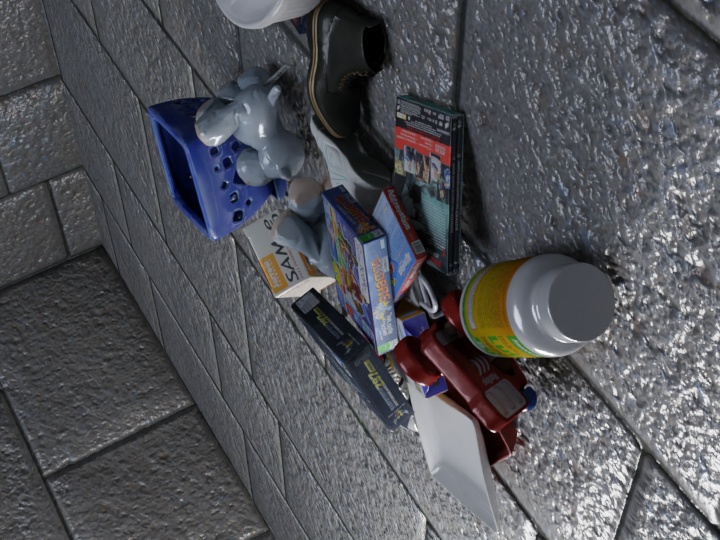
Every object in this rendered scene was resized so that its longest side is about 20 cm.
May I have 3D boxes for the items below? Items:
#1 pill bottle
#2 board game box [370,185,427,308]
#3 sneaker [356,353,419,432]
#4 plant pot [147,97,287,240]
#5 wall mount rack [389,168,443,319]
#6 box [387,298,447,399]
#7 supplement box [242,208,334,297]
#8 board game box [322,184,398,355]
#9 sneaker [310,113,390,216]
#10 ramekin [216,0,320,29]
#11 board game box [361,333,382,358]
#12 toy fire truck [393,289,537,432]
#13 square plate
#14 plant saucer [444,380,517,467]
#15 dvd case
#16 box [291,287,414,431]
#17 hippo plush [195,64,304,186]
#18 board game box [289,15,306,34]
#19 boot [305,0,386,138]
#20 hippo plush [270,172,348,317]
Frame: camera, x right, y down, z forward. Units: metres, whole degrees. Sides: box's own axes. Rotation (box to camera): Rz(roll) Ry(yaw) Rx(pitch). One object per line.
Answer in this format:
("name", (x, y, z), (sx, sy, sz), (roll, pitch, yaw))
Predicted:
("pill bottle", (0.197, 0.040, 1.330), (0.112, 0.110, 0.200), (67, 161, -4))
("board game box", (0.040, -0.026, 1.592), (0.200, 0.019, 0.104), (116, 132, -68))
("sneaker", (0.035, 0.162, 1.903), (0.128, 0.080, 0.201), (8, 135, 35))
("plant pot", (-0.244, -0.203, 2.117), (0.200, 0.178, 0.202), (39, 148, 51))
("wall mount rack", (0.071, -0.034, 1.651), (0.200, 0.074, 0.176), (39, 151, 53))
("box", (0.070, 0.104, 1.709), (0.200, 0.041, 0.121), (-150, 40, -71))
("supplement box", (-0.109, -0.027, 1.994), (0.127, 0.073, 0.200), (63, -167, 6))
("board game box", (0.000, 0.000, 1.653), (0.136, 0.034, 0.202), (52, 157, 45))
("sneaker", (-0.026, -0.153, 1.718), (0.201, 0.070, 0.081), (59, 143, 40))
("ramekin", (-0.113, -0.419, 1.561), (0.201, 0.093, 0.206), (13, 107, 49))
("board game box", (0.030, 0.178, 2.047), (0.158, 0.039, 0.202), (43, 149, 49))
("toy fire truck", (0.147, 0.119, 1.499), (0.168, 0.112, 0.200), (50, -161, 12))
("square plate", (0.140, 0.259, 1.761), (0.200, 0.028, 0.200), (33, 142, 58))
("plant saucer", (0.153, 0.189, 1.739), (0.201, 0.036, 0.200), (62, 160, 11))
("dvd case", (0.084, -0.110, 1.514), (0.146, 0.022, 0.203), (31, 124, 59))
("box", (-0.013, 0.130, 1.779), (0.158, 0.051, 0.200), (57, 172, -36))
("hippo plush", (-0.154, -0.231, 1.944), (0.162, 0.198, 0.160), (55, -152, -26))
("board game box", (-0.115, -0.453, 1.697), (0.201, 0.034, 0.136), (57, 159, 24))
("boot", (-0.010, -0.256, 1.601), (0.138, 0.077, 0.202), (35, 145, 48))
("hippo plush", (-0.037, -0.069, 1.837), (0.200, 0.159, 0.161), (46, -173, -10))
